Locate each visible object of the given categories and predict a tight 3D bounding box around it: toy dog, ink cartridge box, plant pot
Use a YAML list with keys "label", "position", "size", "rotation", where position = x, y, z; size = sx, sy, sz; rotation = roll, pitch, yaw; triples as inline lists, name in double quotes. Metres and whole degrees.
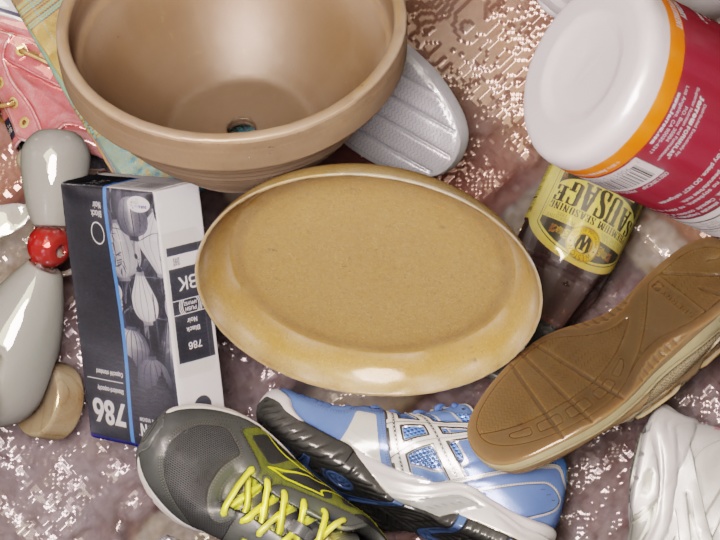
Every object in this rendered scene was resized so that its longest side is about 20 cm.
- label: "toy dog"
  position: [-0.218, 0.015, 1.522]
  size: [0.096, 0.132, 0.201]
  rotation: [14, 72, 44]
- label: "ink cartridge box"
  position: [-0.127, 0.044, 1.466]
  size: [0.099, 0.039, 0.201]
  rotation: [5, 107, 49]
- label: "plant pot"
  position: [0.005, 0.002, 1.402]
  size: [0.199, 0.201, 0.028]
  rotation: [-1, 51, 10]
- label: "plant pot"
  position: [-0.072, -0.111, 1.408]
  size: [0.200, 0.093, 0.201]
  rotation: [-1, 46, 1]

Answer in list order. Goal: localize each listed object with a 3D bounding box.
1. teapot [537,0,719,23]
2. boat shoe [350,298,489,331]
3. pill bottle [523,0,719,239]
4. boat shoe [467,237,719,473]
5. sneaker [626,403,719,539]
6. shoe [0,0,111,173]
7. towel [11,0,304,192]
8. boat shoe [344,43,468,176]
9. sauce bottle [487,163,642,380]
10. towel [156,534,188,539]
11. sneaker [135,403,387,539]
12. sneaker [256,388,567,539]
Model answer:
- label: "teapot"
  position: [0.150, -0.213, 1.473]
  size: [0.146, 0.197, 0.201]
  rotation: [-49, 47, 35]
- label: "boat shoe"
  position: [0.000, 0.000, 1.472]
  size: [0.199, 0.070, 0.071]
  rotation: [-3, 77, 25]
- label: "pill bottle"
  position: [0.200, -0.082, 1.412]
  size: [0.113, 0.199, 0.114]
  rotation: [-32, 48, 43]
- label: "boat shoe"
  position: [0.154, 0.063, 1.446]
  size: [0.200, 0.065, 0.071]
  rotation: [-33, 53, -9]
- label: "sneaker"
  position: [0.194, 0.183, 1.428]
  size: [0.099, 0.078, 0.201]
  rotation: [11, 83, 8]
- label: "shoe"
  position: [-0.220, -0.123, 1.557]
  size: [0.199, 0.072, 0.091]
  rotation: [15, 77, 8]
- label: "towel"
  position: [-0.120, -0.146, 1.504]
  size: [0.146, 0.022, 0.200]
  rotation: [-34, 76, 5]
- label: "boat shoe"
  position: [-0.007, -0.129, 1.520]
  size: [0.200, 0.071, 0.072]
  rotation: [39, 107, 18]
- label: "sauce bottle"
  position: [0.130, -0.022, 1.483]
  size: [0.066, 0.066, 0.201]
  rotation: [22, 85, 13]
- label: "towel"
  position: [-0.131, 0.254, 1.425]
  size: [0.085, 0.166, 0.200]
  rotation: [35, 87, 8]
- label: "sneaker"
  position: [-0.039, 0.141, 1.423]
  size: [0.200, 0.085, 0.075]
  rotation: [35, 80, -27]
- label: "sneaker"
  position: [0.032, 0.115, 1.478]
  size: [0.199, 0.076, 0.077]
  rotation: [24, 67, 10]
